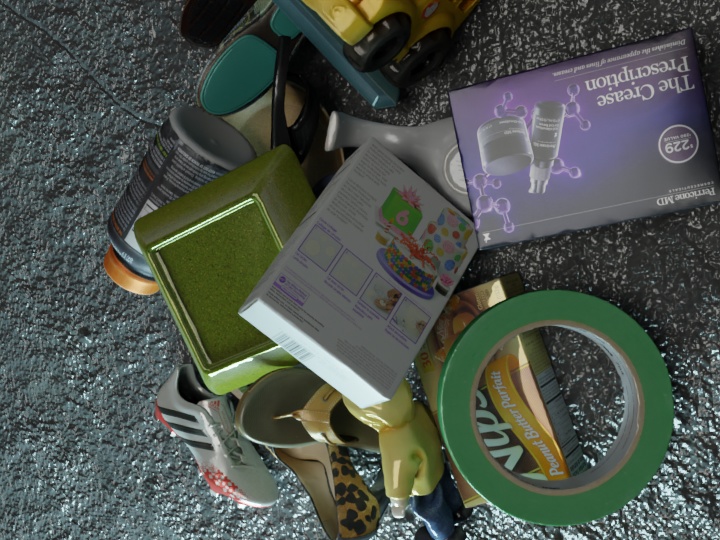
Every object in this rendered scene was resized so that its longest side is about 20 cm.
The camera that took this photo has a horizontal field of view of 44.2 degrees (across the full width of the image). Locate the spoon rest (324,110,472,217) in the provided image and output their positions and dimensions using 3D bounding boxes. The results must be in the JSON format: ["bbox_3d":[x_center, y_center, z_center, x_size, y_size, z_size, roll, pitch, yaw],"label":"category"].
[{"bbox_3d":[0.068,-0.114,0.860,0.199,0.061,0.100,18,107,14],"label":"spoon rest"}]

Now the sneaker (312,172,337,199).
[{"bbox_3d":[0.000,0.000,0.893,0.074,0.082,0.201,-13,92,35],"label":"sneaker"}]

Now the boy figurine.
[{"bbox_3d":[0.045,0.179,0.850,0.064,0.124,0.200,-16,115,27],"label":"boy figurine"}]

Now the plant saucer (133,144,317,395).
[{"bbox_3d":[-0.116,0.010,0.855,0.199,0.048,0.201,-23,95,23],"label":"plant saucer"}]

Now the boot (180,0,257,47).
[{"bbox_3d":[-0.131,-0.326,0.947,0.200,0.075,0.097,-35,43,46],"label":"boot"}]

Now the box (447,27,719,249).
[{"bbox_3d":[0.189,-0.105,0.748,0.199,0.079,0.142,-12,94,20],"label":"box"}]

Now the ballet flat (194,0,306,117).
[{"bbox_3d":[-0.096,-0.242,0.912,0.200,0.074,0.074,-44,74,10],"label":"ballet flat"}]

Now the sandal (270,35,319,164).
[{"bbox_3d":[-0.065,-0.131,0.889,0.048,0.075,0.201,-1,104,-8],"label":"sandal"}]

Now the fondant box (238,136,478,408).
[{"bbox_3d":[0.006,0.000,0.800,0.144,0.200,0.058,39,152,-10],"label":"fondant box"}]

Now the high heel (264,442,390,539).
[{"bbox_3d":[-0.061,0.199,0.903,0.199,0.143,0.072,25,111,12],"label":"high heel"}]

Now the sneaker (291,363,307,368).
[{"bbox_3d":[-0.063,0.053,0.920,0.088,0.075,0.200,-34,86,19],"label":"sneaker"}]

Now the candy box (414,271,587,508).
[{"bbox_3d":[0.126,0.115,0.851,0.115,0.055,0.201,-21,86,31],"label":"candy box"}]

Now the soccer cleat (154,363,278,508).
[{"bbox_3d":[-0.164,0.192,1.031,0.200,0.069,0.085,41,120,25],"label":"soccer cleat"}]

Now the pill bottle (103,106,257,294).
[{"bbox_3d":[-0.202,-0.067,0.950,0.106,0.106,0.200,47,117,17],"label":"pill bottle"}]

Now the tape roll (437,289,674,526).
[{"bbox_3d":[0.168,0.117,0.776,0.199,0.048,0.201,0,86,2],"label":"tape roll"}]

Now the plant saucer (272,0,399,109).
[{"bbox_3d":[-0.038,-0.232,0.847,0.200,0.070,0.019,45,84,-17],"label":"plant saucer"}]

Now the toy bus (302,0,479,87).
[{"bbox_3d":[0.048,-0.272,0.765,0.192,0.200,0.136,-39,78,21],"label":"toy bus"}]

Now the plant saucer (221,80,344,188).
[{"bbox_3d":[-0.092,-0.106,0.961,0.200,0.035,0.201,5,99,31],"label":"plant saucer"}]

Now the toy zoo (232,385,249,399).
[{"bbox_3d":[-0.060,0.090,0.979,0.131,0.020,0.200,37,114,21],"label":"toy zoo"}]

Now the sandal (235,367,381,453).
[{"bbox_3d":[-0.023,0.143,0.874,0.054,0.199,0.081,178,104,-69],"label":"sandal"}]
